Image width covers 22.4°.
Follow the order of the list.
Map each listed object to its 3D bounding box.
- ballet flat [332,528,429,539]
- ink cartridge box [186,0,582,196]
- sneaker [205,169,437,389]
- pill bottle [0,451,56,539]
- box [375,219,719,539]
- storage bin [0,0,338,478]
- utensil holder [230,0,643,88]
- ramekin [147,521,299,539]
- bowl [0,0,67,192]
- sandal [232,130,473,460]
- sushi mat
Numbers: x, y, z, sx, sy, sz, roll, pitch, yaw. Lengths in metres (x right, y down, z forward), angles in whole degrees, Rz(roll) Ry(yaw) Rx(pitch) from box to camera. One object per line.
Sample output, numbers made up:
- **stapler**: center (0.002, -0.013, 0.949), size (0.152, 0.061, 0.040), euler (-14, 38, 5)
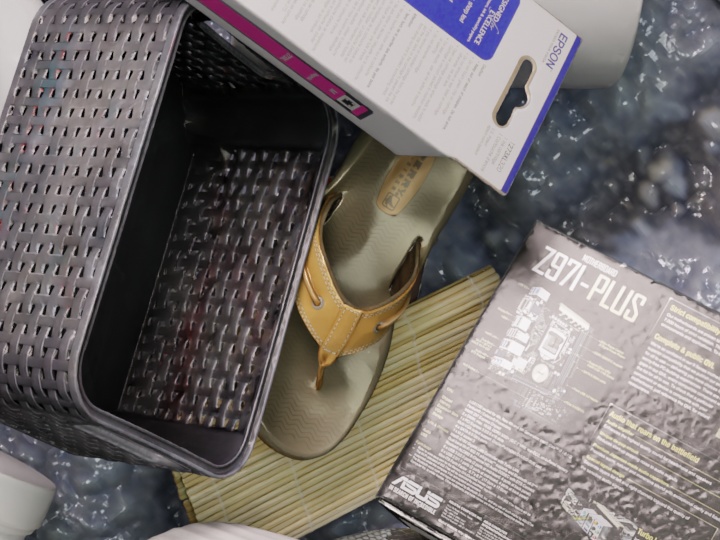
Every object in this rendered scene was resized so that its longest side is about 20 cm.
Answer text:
- **ballet flat**: center (0.051, 0.174, 0.964), size (0.200, 0.072, 0.072), euler (1, 87, -2)
- **ink cartridge box**: center (0.001, -0.123, 0.818), size (0.200, 0.037, 0.095), euler (34, 66, -15)
- **sneaker**: center (0.003, 0.004, 0.982), size (0.200, 0.077, 0.082), euler (-47, 116, -2)
- **pill bottle**: center (-0.239, 0.183, 0.931), size (0.116, 0.116, 0.200), euler (25, 86, -1)
- **box**: center (0.136, 0.097, 0.899), size (0.200, 0.086, 0.164), euler (28, 81, 17)
- **storage bin**: center (-0.101, -0.017, 0.850), size (0.094, 0.135, 0.200), euler (4, 71, 34)
- **utensil holder**: center (0.036, -0.175, 0.931), size (0.200, 0.170, 0.170), euler (3, 87, -3)
- **ramekin**: center (-0.067, 0.212, 0.863), size (0.202, 0.094, 0.203), euler (-14, 112, -36)
- **bowl**: center (-0.196, -0.070, 0.928), size (0.090, 0.201, 0.202), euler (3, 87, -35)
- **sandal**: center (0.000, 0.000, 0.905), size (0.080, 0.054, 0.200), euler (29, 90, -13)
- **sushi mat**: center (-0.003, 0.079, 0.956), size (0.200, 0.012, 0.096), euler (-25, 116, -16)
